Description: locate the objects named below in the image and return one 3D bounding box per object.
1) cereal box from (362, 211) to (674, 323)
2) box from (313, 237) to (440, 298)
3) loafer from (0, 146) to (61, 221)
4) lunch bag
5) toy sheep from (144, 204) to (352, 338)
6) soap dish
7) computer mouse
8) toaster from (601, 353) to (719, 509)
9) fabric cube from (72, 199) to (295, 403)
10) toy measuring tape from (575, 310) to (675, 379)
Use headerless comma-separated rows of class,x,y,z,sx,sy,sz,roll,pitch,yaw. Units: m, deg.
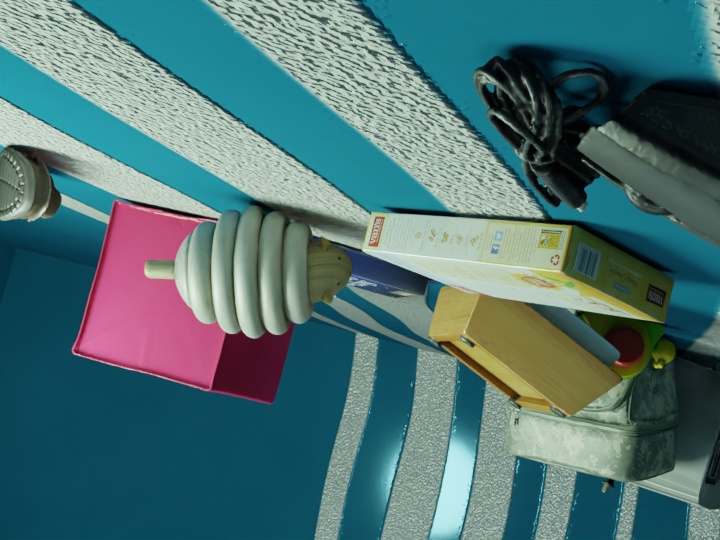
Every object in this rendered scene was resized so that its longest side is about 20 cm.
cereal box,0.118,-0.005,0.769,0.143,0.040,0.199,21,172,-43
box,0.000,0.000,1.148,0.198,0.033,0.121,15,174,-12
loafer,-0.347,-0.089,1.046,0.070,0.074,0.200,6,-176,-28
lunch bag,0.276,0.149,1.201,0.139,0.170,0.199,3,-177,-44
toy sheep,-0.107,0.001,0.954,0.198,0.140,0.138,-4,173,3
soap dish,0.152,0.072,0.984,0.157,0.082,0.200,37,172,-3
computer mouse,0.147,-0.030,0.401,0.198,0.053,0.138,12,173,25
toaster,0.420,0.213,1.295,0.118,0.202,0.180,16,175,35
fabric cube,-0.205,0.043,1.247,0.198,0.198,0.199,13,174,19
toy measuring tape,0.235,0.073,1.056,0.198,0.074,0.074,14,174,1
